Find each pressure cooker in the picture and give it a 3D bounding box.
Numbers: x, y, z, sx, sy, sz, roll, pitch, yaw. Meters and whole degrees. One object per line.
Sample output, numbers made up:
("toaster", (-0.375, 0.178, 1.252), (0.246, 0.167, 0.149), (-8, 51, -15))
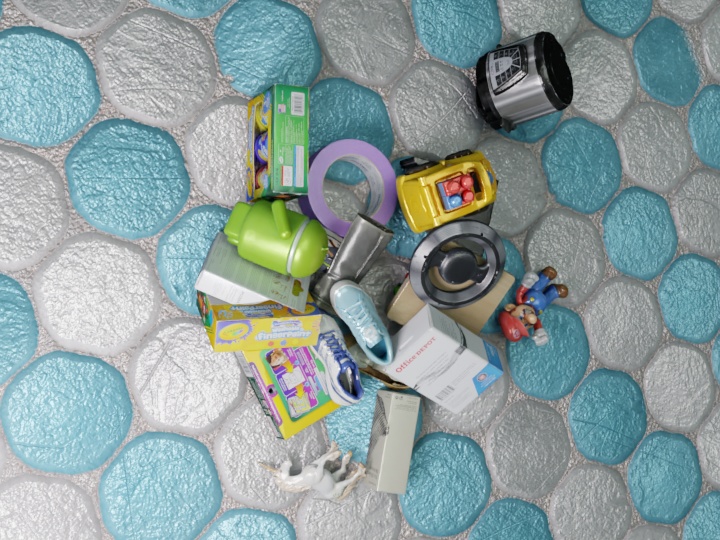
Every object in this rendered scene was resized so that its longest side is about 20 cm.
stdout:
("pressure cooker", (0.339, -0.402, 1.864), (0.176, 0.199, 0.179), (-49, 119, -50))

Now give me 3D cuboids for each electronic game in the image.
("electronic game", (0.191, -0.010, 1.697), (0.199, 0.042, 0.201), (-7, 123, -11))

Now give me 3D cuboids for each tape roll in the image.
("tape roll", (-0.026, -0.164, 1.766), (0.199, 0.066, 0.202), (1, 88, -22))

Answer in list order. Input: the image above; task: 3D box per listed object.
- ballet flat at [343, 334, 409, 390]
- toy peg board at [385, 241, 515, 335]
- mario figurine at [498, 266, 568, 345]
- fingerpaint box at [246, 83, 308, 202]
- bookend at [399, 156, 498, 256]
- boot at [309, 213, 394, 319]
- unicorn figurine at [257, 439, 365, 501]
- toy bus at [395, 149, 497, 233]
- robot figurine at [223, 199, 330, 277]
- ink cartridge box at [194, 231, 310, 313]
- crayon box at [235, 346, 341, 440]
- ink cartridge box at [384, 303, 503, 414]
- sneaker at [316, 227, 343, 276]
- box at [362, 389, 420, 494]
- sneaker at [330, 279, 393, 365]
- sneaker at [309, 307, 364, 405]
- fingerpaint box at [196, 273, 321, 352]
("ballet flat", (0.028, 0.187, 1.772), (0.199, 0.063, 0.069), (28, 80, -19))
("toy peg board", (0.175, 0.036, 1.792), (0.199, 0.098, 0.200), (27, 104, -21))
("mario figurine", (0.389, 0.082, 1.904), (0.123, 0.106, 0.200), (36, 62, 18))
("fingerpaint box", (-0.161, -0.237, 1.649), (0.073, 0.167, 0.202), (2, 88, -24))
("bookend", (0.169, -0.117, 1.832), (0.197, 0.092, 0.201), (12, 87, -17))
("boot", (0.002, 0.001, 1.703), (0.181, 0.072, 0.201), (27, 95, -48))
("unicorn figurine", (-0.080, 0.401, 1.704), (0.137, 0.074, 0.200), (-46, 114, 2))
("toy bus", (0.194, -0.162, 1.691), (0.199, 0.192, 0.137), (-21, 96, -15))
("robot figurine", (-0.149, -0.058, 1.604), (0.199, 0.176, 0.116), (21, 70, 8))
("ink cartridge box", (-0.199, 0.017, 1.623), (0.199, 0.163, 0.057), (28, 115, -12))
("crayon box", (-0.128, 0.203, 1.708), (0.172, 0.058, 0.201), (-28, 98, -25))
("ink cartridge box", (0.165, 0.181, 1.752), (0.199, 0.084, 0.145), (33, 117, -24))
("sneaker", (-0.075, -0.036, 1.732), (0.199, 0.078, 0.080), (26, 72, -21))
("box", (0.063, 0.350, 1.771), (0.068, 0.082, 0.201), (13, 81, -22))
("sneaker", (0.013, 0.103, 1.665), (0.074, 0.082, 0.200), (-38, 121, -6))
("sneaker", (-0.042, 0.164, 1.672), (0.075, 0.088, 0.201), (-25, 95, -27))
("fingerpaint box", (-0.195, 0.074, 1.625), (0.199, 0.167, 0.074), (-3, 121, -23))
